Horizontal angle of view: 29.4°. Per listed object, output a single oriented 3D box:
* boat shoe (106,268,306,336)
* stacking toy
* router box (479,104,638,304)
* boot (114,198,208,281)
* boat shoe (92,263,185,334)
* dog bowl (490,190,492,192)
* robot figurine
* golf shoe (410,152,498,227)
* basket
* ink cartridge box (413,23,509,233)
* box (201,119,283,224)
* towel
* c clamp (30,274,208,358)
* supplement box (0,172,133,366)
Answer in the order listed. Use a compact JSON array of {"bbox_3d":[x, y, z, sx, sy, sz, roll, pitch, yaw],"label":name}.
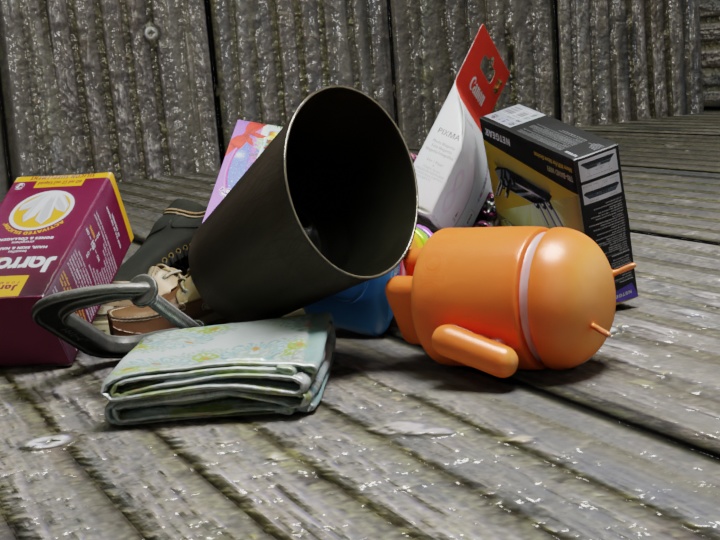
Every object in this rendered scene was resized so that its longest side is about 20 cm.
[{"bbox_3d":[-0.147,0.026,1.334,0.198,0.075,0.076,-8,18,-21],"label":"boat shoe"},{"bbox_3d":[0.038,-0.009,1.366,0.109,0.118,0.199,14,13,32],"label":"stacking toy"},{"bbox_3d":[0.195,-0.067,1.370,0.052,0.159,0.200,-19,23,-15],"label":"router box"},{"bbox_3d":[-0.192,-0.006,1.531,0.139,0.078,0.199,-48,27,-23],"label":"boot"},{"bbox_3d":[-0.202,0.028,1.400,0.197,0.065,0.071,-6,9,-8],"label":"boat shoe"},{"bbox_3d":[0.116,-0.068,1.785,0.197,0.080,0.200,-5,9,1],"label":"dog bowl"},{"bbox_3d":[0.120,0.023,1.113,0.198,0.118,0.143,0,0,32],"label":"robot figurine"},{"bbox_3d":[0.092,-0.080,1.587,0.199,0.073,0.092,28,7,17],"label":"golf shoe"},{"bbox_3d":[-0.059,-0.037,1.216,0.135,0.182,0.200,18,-33,-28],"label":"basket"},{"bbox_3d":[0.117,-0.136,1.454,0.057,0.201,0.162,30,-2,19],"label":"ink cartridge box"},{"bbox_3d":[-0.087,-0.074,1.458,0.135,0.039,0.201,9,47,4],"label":"box"},{"bbox_3d":[-0.109,0.076,1.118,0.169,0.049,0.200,-3,9,4],"label":"towel"},{"bbox_3d":[-0.186,0.042,1.210,0.169,0.027,0.200,-12,-21,18],"label":"c clamp"},{"bbox_3d":[-0.308,-0.003,1.335,0.109,0.086,0.201,-2,38,14],"label":"supplement box"}]
